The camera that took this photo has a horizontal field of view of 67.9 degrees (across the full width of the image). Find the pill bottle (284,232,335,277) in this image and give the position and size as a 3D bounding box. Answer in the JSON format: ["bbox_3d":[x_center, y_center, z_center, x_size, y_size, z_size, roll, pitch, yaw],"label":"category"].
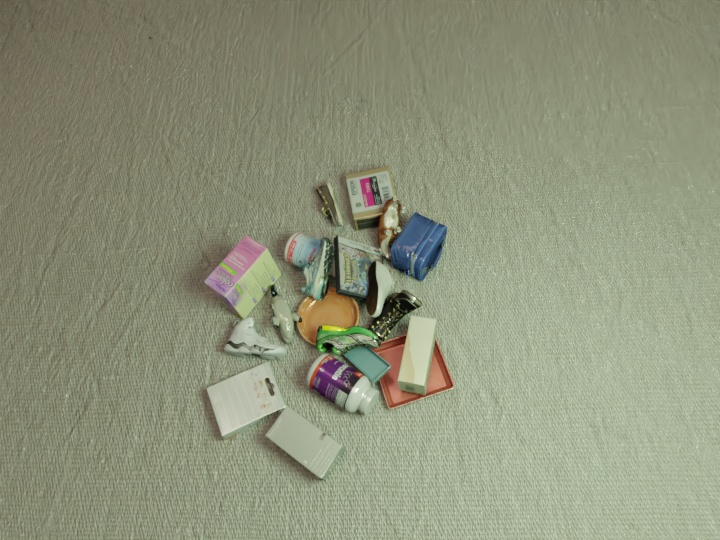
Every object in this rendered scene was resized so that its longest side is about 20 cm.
[{"bbox_3d":[-0.141,-0.045,1.750,0.199,0.109,0.109,21,66,19],"label":"pill bottle"}]

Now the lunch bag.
[{"bbox_3d":[0.191,-0.067,1.698,0.132,0.136,0.200,25,67,20],"label":"lunch bag"}]

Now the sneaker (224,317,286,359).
[{"bbox_3d":[-0.318,0.209,1.656,0.199,0.075,0.115,2,65,13],"label":"sneaker"}]

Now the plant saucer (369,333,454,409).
[{"bbox_3d":[0.148,0.287,1.569,0.199,0.037,0.200,-18,60,-2],"label":"plant saucer"}]

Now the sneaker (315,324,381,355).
[{"bbox_3d":[-0.036,0.215,1.571,0.199,0.078,0.085,0,54,16],"label":"sneaker"}]

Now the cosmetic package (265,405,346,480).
[{"bbox_3d":[-0.151,0.476,1.481,0.200,0.090,0.107,29,72,18],"label":"cosmetic package"}]

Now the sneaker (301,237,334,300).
[{"bbox_3d":[-0.140,-0.008,1.656,0.086,0.078,0.201,15,104,14],"label":"sneaker"}]

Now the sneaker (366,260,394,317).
[{"bbox_3d":[0.069,0.062,1.636,0.084,0.073,0.201,25,48,-24],"label":"sneaker"}]

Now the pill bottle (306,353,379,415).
[{"bbox_3d":[-0.050,0.329,1.531,0.199,0.113,0.113,26,68,20],"label":"pill bottle"}]

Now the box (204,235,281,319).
[{"bbox_3d":[-0.370,0.024,1.708,0.096,0.176,0.200,30,70,21],"label":"box"}]

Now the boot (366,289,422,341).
[{"bbox_3d":[0.097,0.135,1.584,0.073,0.200,0.151,42,77,-11],"label":"boot"}]

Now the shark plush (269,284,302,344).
[{"bbox_3d":[-0.262,0.133,1.688,0.091,0.083,0.200,-25,61,-24],"label":"shark plush"}]

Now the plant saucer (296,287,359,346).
[{"bbox_3d":[-0.100,0.151,1.679,0.199,0.037,0.201,-3,62,6],"label":"plant saucer"}]

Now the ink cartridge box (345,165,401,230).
[{"bbox_3d":[0.043,-0.252,1.857,0.164,0.075,0.201,-12,62,1],"label":"ink cartridge box"}]

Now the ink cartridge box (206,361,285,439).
[{"bbox_3d":[-0.338,0.384,1.589,0.199,0.050,0.163,-21,60,-13],"label":"ink cartridge box"}]

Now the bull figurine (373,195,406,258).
[{"bbox_3d":[0.094,-0.142,1.720,0.065,0.121,0.201,10,78,-16],"label":"bull figurine"}]

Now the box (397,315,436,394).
[{"bbox_3d":[0.164,0.239,1.520,0.077,0.095,0.201,8,61,13],"label":"box"}]

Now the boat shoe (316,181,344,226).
[{"bbox_3d":[-0.106,-0.225,1.868,0.059,0.072,0.201,-22,57,3],"label":"boat shoe"}]

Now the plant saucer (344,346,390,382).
[{"bbox_3d":[0.009,0.258,1.573,0.070,0.019,0.200,-40,40,-14],"label":"plant saucer"}]

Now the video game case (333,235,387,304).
[{"bbox_3d":[0.000,0.000,1.689,0.180,0.025,0.201,16,55,-32],"label":"video game case"}]
